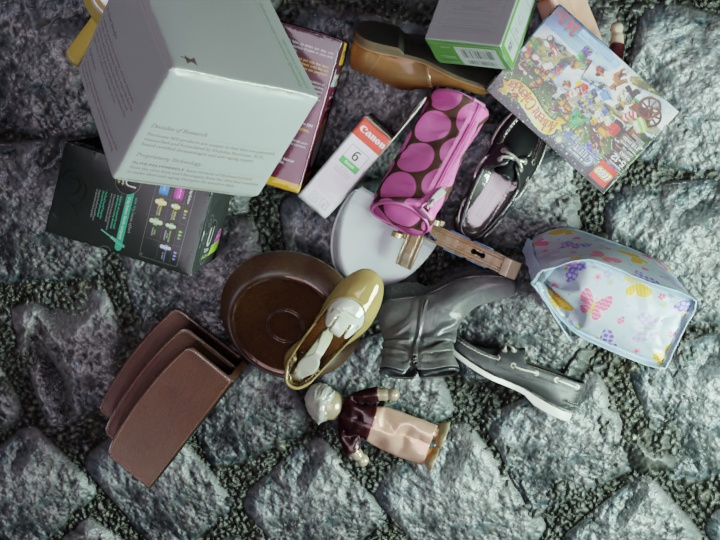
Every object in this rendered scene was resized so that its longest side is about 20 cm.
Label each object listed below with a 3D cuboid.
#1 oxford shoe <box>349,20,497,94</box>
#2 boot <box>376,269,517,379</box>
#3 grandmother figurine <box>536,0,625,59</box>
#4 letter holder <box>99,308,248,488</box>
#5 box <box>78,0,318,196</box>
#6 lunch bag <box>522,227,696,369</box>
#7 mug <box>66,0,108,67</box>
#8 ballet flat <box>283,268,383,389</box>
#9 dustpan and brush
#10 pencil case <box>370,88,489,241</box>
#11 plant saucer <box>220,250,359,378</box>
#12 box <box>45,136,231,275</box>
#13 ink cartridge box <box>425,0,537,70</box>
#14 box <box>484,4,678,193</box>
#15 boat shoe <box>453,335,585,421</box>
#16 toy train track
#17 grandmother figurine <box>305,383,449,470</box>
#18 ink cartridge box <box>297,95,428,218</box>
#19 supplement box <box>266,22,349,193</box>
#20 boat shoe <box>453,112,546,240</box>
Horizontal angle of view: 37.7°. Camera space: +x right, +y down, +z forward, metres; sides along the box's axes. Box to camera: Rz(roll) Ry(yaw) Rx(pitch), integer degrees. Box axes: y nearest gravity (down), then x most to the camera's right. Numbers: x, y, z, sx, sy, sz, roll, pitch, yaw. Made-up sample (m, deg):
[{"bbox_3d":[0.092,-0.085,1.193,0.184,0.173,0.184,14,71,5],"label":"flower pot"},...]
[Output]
[{"bbox_3d":[0.082,-0.263,1.377,0.199,0.071,0.071,17,132,-1],"label":"oxford shoe"},{"bbox_3d":[0.118,0.077,1.397,0.199,0.070,0.132,-11,64,8],"label":"boot"},{"bbox_3d":[0.285,-0.274,1.352,0.121,0.061,0.200,-26,95,18],"label":"grandmother figurine"},{"bbox_3d":[-0.277,0.171,1.468,0.142,0.101,0.200,38,102,-1],"label":"letter holder"},{"bbox_3d":[-0.196,-0.222,1.243,0.200,0.199,0.171,4,137,-37],"label":"box"},{"bbox_3d":[0.303,0.027,1.353,0.200,0.170,0.127,23,105,-3],"label":"lunch bag"},{"bbox_3d":[-0.284,-0.338,1.338,0.149,0.153,0.187,12,103,2],"label":"mug"},{"bbox_3d":[-0.036,0.084,1.379,0.069,0.063,0.200,33,117,-7],"label":"ballet flat"},{"bbox_3d":[0.000,0.000,1.439,0.139,0.057,0.200,30,96,-11],"label":"dustpan and brush"},{"bbox_3d":[0.094,-0.139,1.332,0.091,0.094,0.200,33,68,-18],"label":"pencil case"},{"bbox_3d":[-0.099,0.070,1.439,0.200,0.035,0.201,4,116,9],"label":"plant saucer"},{"bbox_3d":[-0.284,-0.089,1.390,0.199,0.149,0.125,16,101,1],"label":"box"},{"bbox_3d":[0.165,-0.353,1.310,0.104,0.059,0.200,13,76,29],"label":"ink cartridge box"},{"bbox_3d":[0.275,-0.213,1.318,0.200,0.038,0.137,40,101,-4],"label":"box"},{"bbox_3d":[0.210,0.132,1.431,0.200,0.074,0.060,29,97,2],"label":"boat shoe"},{"bbox_3d":[0.110,-0.039,1.353,0.200,0.033,0.115,25,100,15],"label":"toy train track"},{"bbox_3d":[0.015,0.214,1.467,0.200,0.061,0.122,23,92,3],"label":"grandmother figurine"},{"bbox_3d":[0.005,-0.162,1.371,0.050,0.109,0.200,40,101,-3],"label":"ink cartridge box"},{"bbox_3d":[-0.085,-0.212,1.368,0.085,0.110,0.201,17,102,1],"label":"supplement box"},{"bbox_3d":[0.185,-0.126,1.379,0.074,0.060,0.200,33,102,-2],"label":"boat shoe"}]
